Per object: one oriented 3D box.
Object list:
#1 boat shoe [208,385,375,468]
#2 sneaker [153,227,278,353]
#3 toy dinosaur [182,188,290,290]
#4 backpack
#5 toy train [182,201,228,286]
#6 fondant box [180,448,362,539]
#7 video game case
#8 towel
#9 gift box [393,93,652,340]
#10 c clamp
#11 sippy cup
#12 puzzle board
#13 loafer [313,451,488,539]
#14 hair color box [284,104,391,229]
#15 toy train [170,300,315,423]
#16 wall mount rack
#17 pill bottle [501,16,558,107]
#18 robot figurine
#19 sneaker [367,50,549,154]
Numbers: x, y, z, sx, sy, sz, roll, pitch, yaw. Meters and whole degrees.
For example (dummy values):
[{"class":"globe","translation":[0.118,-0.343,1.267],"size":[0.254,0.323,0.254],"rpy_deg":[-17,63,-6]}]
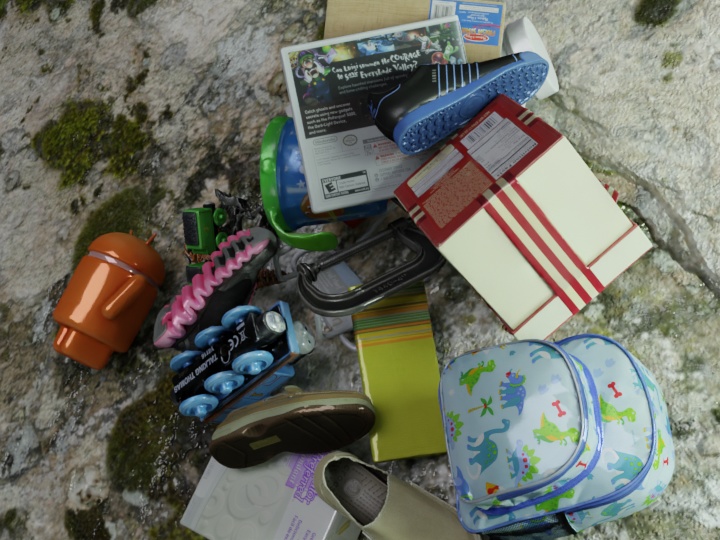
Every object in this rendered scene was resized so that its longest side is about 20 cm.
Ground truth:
[{"class":"boat shoe","translation":[-0.073,0.154,1.108],"size":[0.200,0.072,0.076],"rpy_deg":[-14,36,22]},{"class":"sneaker","translation":[-0.157,0.035,1.228],"size":[0.200,0.095,0.079],"rpy_deg":[-45,24,17]},{"class":"toy dinosaur","translation":[-0.156,-0.024,1.341],"size":[0.200,0.102,0.136],"rpy_deg":[23,94,23]},{"class":"backpack","translation":[0.177,0.150,0.947],"size":[0.200,0.147,0.183],"rpy_deg":[-19,58,21]},{"class":"toy train","translation":[-0.190,0.015,1.284],"size":[0.042,0.056,0.201],"rpy_deg":[3,102,38]},{"class":"fondant box","translation":[-0.089,0.253,1.135],"size":[0.200,0.058,0.145],"rpy_deg":[14,72,38]},{"class":"video game case","translation":[0.027,-0.170,1.117],"size":[0.200,0.023,0.182],"rpy_deg":[-12,92,-4]},{"class":"towel","translation":[0.041,0.104,1.107],"size":[0.086,0.018,0.200],"rpy_deg":[-8,69,-1]},{"class":"gift box","translation":[0.168,-0.055,1.052],"size":[0.184,0.187,0.200],"rpy_deg":[-39,27,10]},{"class":"c clamp","translation":[0.007,-0.013,1.157],"size":[0.200,0.027,0.171],"rpy_deg":[-30,39,-24]},{"class":"sippy cup","translation":[-0.034,-0.112,1.190],"size":[0.130,0.140,0.178],"rpy_deg":[0,93,14]},{"class":"puzzle board","translation":[0.056,-0.231,1.148],"size":[0.199,0.017,0.151],"rpy_deg":[6,94,6]},{"class":"loafer","translation":[0.034,0.243,1.012],"size":[0.200,0.068,0.076],"rpy_deg":[25,80,17]},{"class":"hair color box","translation":[-0.014,-0.164,1.320],"size":[0.111,0.064,0.200],"rpy_deg":[-35,52,15]},{"class":"toy train","translation":[-0.136,0.108,1.189],"size":[0.200,0.114,0.087],"rpy_deg":[-39,56,33]},{"class":"wall mount rack","translation":[0.000,0.000,1.214],"size":[0.173,0.075,0.200],"rpy_deg":[-22,46,-18]},{"class":"pill bottle","translation":[0.124,-0.213,1.215],"size":[0.200,0.116,0.116],"rpy_deg":[-24,53,22]},{"class":"robot figurine","translation":[-0.341,0.034,1.402],"size":[0.116,0.144,0.200],"rpy_deg":[23,77,8]},{"class":"sneaker","translation":[0.102,-0.194,1.078],"size":[0.200,0.070,0.078],"rpy_deg":[-26,57,-20]}]
